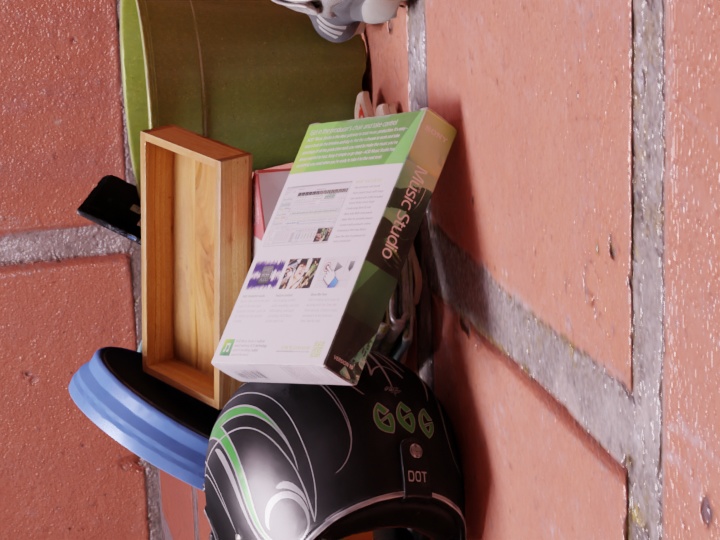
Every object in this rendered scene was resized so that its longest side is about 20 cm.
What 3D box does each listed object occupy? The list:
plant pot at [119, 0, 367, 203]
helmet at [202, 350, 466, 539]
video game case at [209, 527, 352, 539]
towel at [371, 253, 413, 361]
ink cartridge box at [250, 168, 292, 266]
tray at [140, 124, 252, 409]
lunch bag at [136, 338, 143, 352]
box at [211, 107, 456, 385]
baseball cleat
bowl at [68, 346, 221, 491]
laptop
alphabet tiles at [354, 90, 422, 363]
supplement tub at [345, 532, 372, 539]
[{"bbox_3d":[-0.096,-0.156,1.774,0.200,0.189,0.201,176,90,-79],"label":"plant pot"},{"bbox_3d":[-0.022,0.150,1.554,0.191,0.199,0.201,-118,24,-43],"label":"helmet"},{"bbox_3d":[-0.031,0.291,1.694,0.026,0.180,0.201,-72,-12,-54],"label":"video game case"},{"bbox_3d":[0.000,0.000,1.672,0.200,0.048,0.172,118,146,-68],"label":"towel"},{"bbox_3d":[-0.056,0.012,1.665,0.200,0.067,0.117,114,150,-66],"label":"ink cartridge box"},{"bbox_3d":[-0.127,-0.004,1.645,0.098,0.037,0.201,22,119,43],"label":"tray"},{"bbox_3d":[-0.120,0.101,1.979,0.170,0.199,0.122,118,146,-68],"label":"lunch bag"},{"bbox_3d":[-0.019,-0.016,1.495,0.144,0.036,0.201,-1,63,54],"label":"box"},{"bbox_3d":[-0.029,-0.220,1.629,0.200,0.106,0.070,175,103,-74],"label":"baseball cleat"},{"bbox_3d":[-0.138,0.123,1.710,0.039,0.200,0.201,-60,19,7],"label":"bowl"},{"bbox_3d":[-0.157,0.018,1.797,0.104,0.199,0.177,-63,5,10],"label":"laptop"},{"bbox_3d":[0.020,-0.035,1.696,0.200,0.015,0.196,100,159,-52],"label":"alphabet tiles"},{"bbox_3d":[-0.024,0.278,1.783,0.200,0.122,0.123,98,163,-46],"label":"supplement tub"}]
